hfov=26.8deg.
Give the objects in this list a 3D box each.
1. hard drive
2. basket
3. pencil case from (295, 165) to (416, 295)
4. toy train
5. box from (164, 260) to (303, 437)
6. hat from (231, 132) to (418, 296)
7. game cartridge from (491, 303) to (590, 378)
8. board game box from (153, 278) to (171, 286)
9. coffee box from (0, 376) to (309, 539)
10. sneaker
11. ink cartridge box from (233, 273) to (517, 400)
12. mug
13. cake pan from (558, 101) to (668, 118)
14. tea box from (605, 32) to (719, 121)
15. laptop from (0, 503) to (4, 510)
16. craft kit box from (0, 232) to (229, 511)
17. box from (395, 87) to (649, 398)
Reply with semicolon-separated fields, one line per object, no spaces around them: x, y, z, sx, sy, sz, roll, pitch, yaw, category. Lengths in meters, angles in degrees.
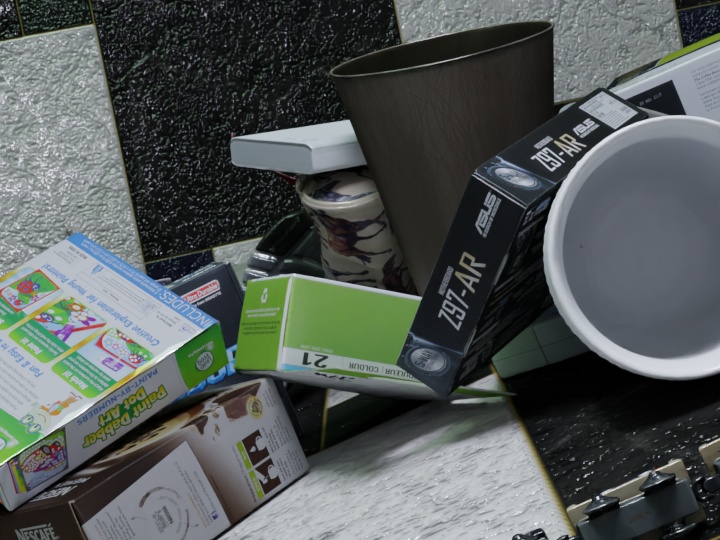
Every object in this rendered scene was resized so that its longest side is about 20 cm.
0.005;-0.113;1.307;0.198;0.027;0.131;-12;13;-34;hard drive
0.084;-0.078;1.190;0.178;0.203;0.136;-11;16;11;basket
0.000;0.000;1.295;0.088;0.202;0.078;-8;35;5;pencil case
0.128;0.109;0.685;0.198;0.034;0.046;-26;-6;1;toy train
-0.165;0.106;1.223;0.198;0.161;0.046;-26;8;-20;box
0.000;-0.047;1.392;0.198;0.177;0.167;-20;38;19;hat
0.194;0.020;1.135;0.198;0.042;0.133;-23;3;16;game cartridge
-0.196;0.114;1.306;0.197;0.203;0.062;-11;4;-16;board game box
-0.148;0.159;1.083;0.112;0.081;0.199;-17;10;45;coffee box
-0.076;0.042;1.410;0.074;0.202;0.115;20;1;6;sneaker
0.011;0.049;1.107;0.146;0.077;0.199;11;-9;-23;ink cartridge box
0.200;-0.033;0.929;0.201;0.147;0.175;-54;-5;3;mug
0.253;-0.084;1.252;0.198;0.037;0.201;14;24;-6;cake pan
0.360;-0.163;1.530;0.198;0.135;0.197;-22;8;22;tea box
-0.326;0.168;1.514;0.185;0.117;0.200;-25;7;-10;laptop
-0.233;0.066;1.124;0.196;0.049;0.199;-31;39;-29;craft kit box
0.114;-0.023;1.033;0.200;0.043;0.162;-35;-29;-50;box
